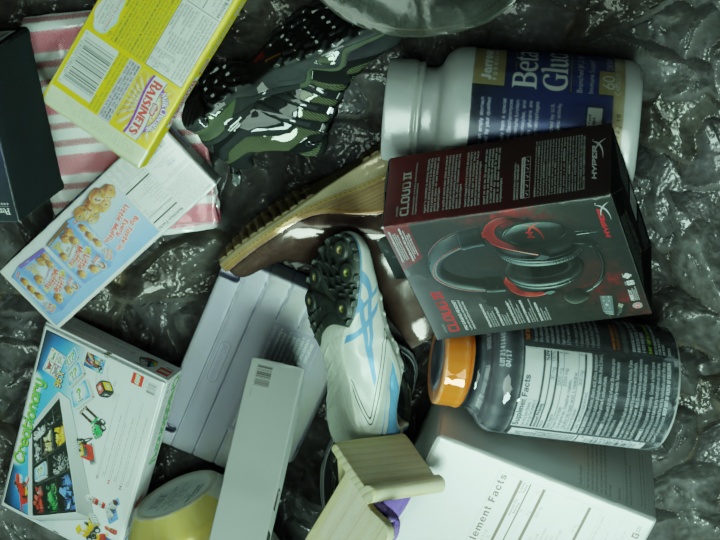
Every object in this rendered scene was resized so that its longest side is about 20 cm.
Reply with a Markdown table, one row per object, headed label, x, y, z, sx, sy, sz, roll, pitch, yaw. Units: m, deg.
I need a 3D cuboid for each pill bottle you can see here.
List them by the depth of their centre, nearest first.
| label | x | y | z | sx | sy | sz | roll | pitch | yaw |
| --- | --- | --- | --- | --- | --- | --- | --- | --- | --- |
| pill bottle | 0.119 | -0.119 | 1.419 | 0.199 | 0.111 | 0.112 | 5 | 115 | 3 |
| pill bottle | 0.158 | 0.087 | 1.495 | 0.199 | 0.106 | 0.107 | 8 | 116 | -9 |

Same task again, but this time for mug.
| label | x | y | z | sx | sy | sz | roll | pitch | yaw |
| --- | --- | --- | --- | --- | --- | --- | --- | --- | --- |
| mug | -0.128 | 0.268 | 1.591 | 0.149 | 0.186 | 0.154 | -28 | 105 | -15 |

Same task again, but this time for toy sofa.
| label | x | y | z | sx | sy | sz | roll | pitch | yaw |
| --- | --- | --- | --- | --- | --- | --- | --- | --- | --- |
| toy sofa | -0.008 | 0.239 | 1.494 | 0.082 | 0.098 | 0.201 | -2 | 133 | -41 |

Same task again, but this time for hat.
| label | x | y | z | sx | sy | sz | roll | pitch | yaw |
| --- | --- | --- | --- | --- | --- | --- | --- | --- | --- |
| hat | 0.050 | -0.275 | 1.375 | 0.199 | 0.081 | 0.202 | 5 | 112 | 13 |

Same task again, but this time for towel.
| label | x | y | z | sx | sy | sz | roll | pitch | yaw |
| --- | --- | --- | --- | --- | --- | --- | --- | --- | --- |
| towel | -0.199 | -0.124 | 1.500 | 0.145 | 0.030 | 0.201 | -4 | 111 | 7 |

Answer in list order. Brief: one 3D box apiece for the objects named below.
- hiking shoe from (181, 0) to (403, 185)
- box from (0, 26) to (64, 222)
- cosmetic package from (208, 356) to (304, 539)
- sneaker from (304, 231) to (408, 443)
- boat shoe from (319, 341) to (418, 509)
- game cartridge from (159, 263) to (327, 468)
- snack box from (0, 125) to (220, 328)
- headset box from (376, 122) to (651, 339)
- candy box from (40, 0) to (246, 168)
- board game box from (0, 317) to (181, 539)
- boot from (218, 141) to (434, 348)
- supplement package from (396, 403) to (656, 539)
| label | x | y | z | sx | sy | sz | roll | pitch | yaw |
| --- | --- | --- | --- | --- | --- | --- | --- | --- | --- |
| hiking shoe | -0.042 | -0.148 | 1.455 | 0.199 | 0.076 | 0.101 | -26 | 130 | 14 |
| box | -0.357 | -0.118 | 1.463 | 0.199 | 0.079 | 0.142 | 1 | 118 | 24 |
| cosmetic package | -0.091 | 0.181 | 1.498 | 0.050 | 0.083 | 0.201 | 13 | 72 | -2 |
| sneaker | 0.002 | 0.056 | 1.480 | 0.072 | 0.072 | 0.201 | -22 | 120 | -31 |
| boat shoe | 0.008 | 0.161 | 1.583 | 0.070 | 0.066 | 0.201 | 18 | 115 | -3 |
| game cartridge | -0.092 | 0.087 | 1.580 | 0.129 | 0.038 | 0.201 | 21 | 115 | -8 |
| snack box | -0.212 | -0.038 | 1.506 | 0.200 | 0.024 | 0.072 | -40 | 102 | 19 |
| headset box | 0.114 | -0.025 | 1.386 | 0.199 | 0.075 | 0.149 | -7 | 139 | 18 |
| candy box | -0.165 | -0.193 | 1.434 | 0.102 | 0.026 | 0.201 | 34 | 104 | 3 |
| board game box | -0.244 | 0.151 | 1.607 | 0.126 | 0.035 | 0.201 | 25 | 116 | 12 |
| boot | 0.000 | 0.000 | 1.500 | 0.199 | 0.072 | 0.167 | -30 | 104 | 9 |
| supplement package | 0.141 | 0.194 | 1.554 | 0.199 | 0.121 | 0.120 | 22 | 116 | -3 |
